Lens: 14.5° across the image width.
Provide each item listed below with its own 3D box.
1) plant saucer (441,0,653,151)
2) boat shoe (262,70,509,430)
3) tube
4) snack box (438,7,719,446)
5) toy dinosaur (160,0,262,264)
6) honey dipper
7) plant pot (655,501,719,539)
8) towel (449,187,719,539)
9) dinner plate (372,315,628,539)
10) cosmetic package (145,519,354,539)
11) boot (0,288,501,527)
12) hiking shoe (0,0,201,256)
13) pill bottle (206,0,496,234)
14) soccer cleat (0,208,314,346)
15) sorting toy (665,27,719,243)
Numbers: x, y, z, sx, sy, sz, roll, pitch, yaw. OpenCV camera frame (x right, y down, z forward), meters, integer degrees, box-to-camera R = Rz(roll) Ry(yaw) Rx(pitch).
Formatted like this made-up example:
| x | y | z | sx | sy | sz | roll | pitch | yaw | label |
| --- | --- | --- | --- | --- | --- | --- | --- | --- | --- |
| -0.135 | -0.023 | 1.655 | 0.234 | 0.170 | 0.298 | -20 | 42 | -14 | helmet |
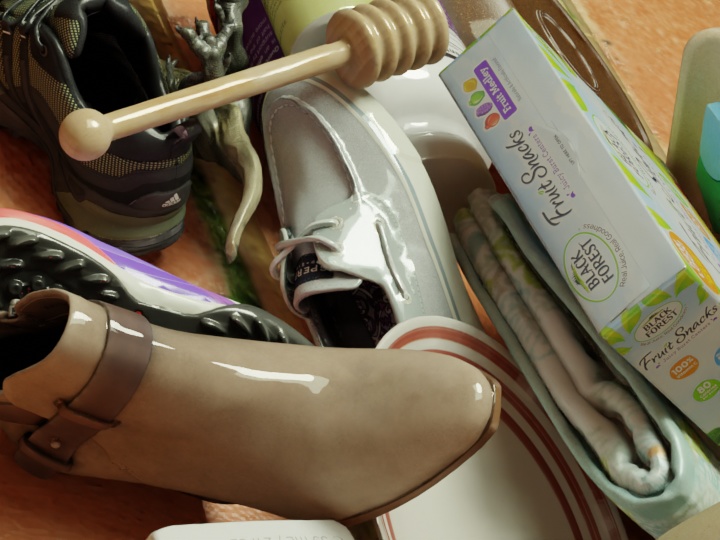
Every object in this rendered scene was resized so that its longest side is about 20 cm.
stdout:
| x | y | z | sx | sy | sz | roll | pitch | yaw | label |
| --- | --- | --- | --- | --- | --- | --- | --- | --- | --- |
| 0.102 | -0.111 | 1.527 | 0.200 | 0.032 | 0.200 | 49 | 15 | -18 | plant saucer |
| 0.000 | 0.001 | 1.280 | 0.071 | 0.070 | 0.201 | -18 | 81 | -49 | boat shoe |
| -0.042 | -0.172 | 1.375 | 0.052 | 0.058 | 0.200 | 27 | 30 | -44 | tube |
| 0.123 | -0.013 | 1.276 | 0.142 | 0.053 | 0.200 | 39 | 15 | -42 | snack box |
| -0.068 | -0.082 | 1.321 | 0.047 | 0.088 | 0.200 | -2 | 23 | -11 | toy dinosaur |
| -0.048 | -0.084 | 1.246 | 0.200 | 0.038 | 0.038 | -20 | 57 | -32 | honey dipper |
| 0.179 | 0.168 | 1.171 | 0.134 | 0.201 | 0.200 | 11 | 14 | 40 | plant pot |
| 0.129 | 0.061 | 1.315 | 0.171 | 0.048 | 0.200 | 36 | 19 | -51 | towel |
| 0.058 | 0.115 | 1.214 | 0.200 | 0.024 | 0.201 | 37 | 37 | -34 | dinner plate |
| -0.014 | 0.190 | 1.051 | 0.101 | 0.074 | 0.200 | 0 | 43 | -40 | cosmetic package |
| -0.064 | 0.048 | 1.110 | 0.146 | 0.200 | 0.070 | 30 | 55 | -38 | boot |
| -0.136 | -0.104 | 1.310 | 0.076 | 0.101 | 0.200 | -22 | 60 | -41 | hiking shoe |
| -0.001 | -0.093 | 1.411 | 0.112 | 0.113 | 0.200 | 10 | 39 | -32 | pill bottle |
| -0.090 | 0.026 | 1.221 | 0.200 | 0.068 | 0.073 | 25 | 11 | -19 | soccer cleat |
| 0.192 | 0.011 | 1.333 | 0.036 | 0.186 | 0.200 | -12 | 41 | -20 | sorting toy |
